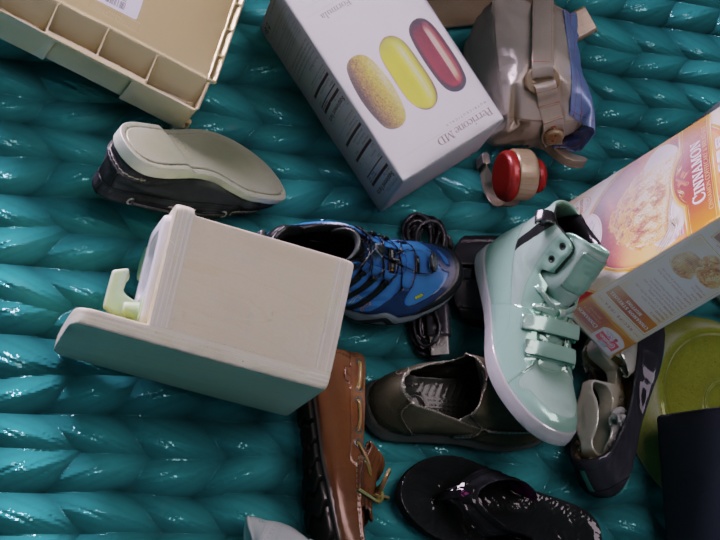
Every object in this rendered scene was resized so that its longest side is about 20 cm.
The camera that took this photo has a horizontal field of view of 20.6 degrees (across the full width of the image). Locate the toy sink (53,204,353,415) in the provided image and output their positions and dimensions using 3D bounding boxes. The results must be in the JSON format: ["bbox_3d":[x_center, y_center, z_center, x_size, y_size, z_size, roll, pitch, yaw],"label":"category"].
[{"bbox_3d":[-0.122,0.025,1.529,0.199,0.130,0.113,15,73,-11],"label":"toy sink"}]

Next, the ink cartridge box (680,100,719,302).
[{"bbox_3d":[0.366,-0.047,1.855,0.200,0.146,0.083,40,50,-8],"label":"ink cartridge box"}]

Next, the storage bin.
[{"bbox_3d":[-0.203,-0.236,1.654,0.199,0.094,0.200,26,58,-17],"label":"storage bin"}]

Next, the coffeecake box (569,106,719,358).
[{"bbox_3d":[0.273,-0.039,1.717,0.073,0.199,0.154,43,30,-25],"label":"coffeecake box"}]

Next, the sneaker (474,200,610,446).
[{"bbox_3d":[0.161,0.037,1.640,0.073,0.118,0.202,13,51,-36],"label":"sneaker"}]

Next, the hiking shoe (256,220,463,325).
[{"bbox_3d":[0.000,0.000,1.650,0.198,0.087,0.075,-1,69,-20],"label":"hiking shoe"}]

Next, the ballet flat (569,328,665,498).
[{"bbox_3d":[0.223,0.102,1.748,0.073,0.073,0.201,26,60,-16],"label":"ballet flat"}]

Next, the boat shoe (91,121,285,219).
[{"bbox_3d":[-0.142,-0.070,1.625,0.199,0.066,0.075,4,46,-57],"label":"boat shoe"}]

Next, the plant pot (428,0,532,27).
[{"bbox_3d":[0.097,-0.357,1.827,0.199,0.200,0.178,-10,64,-32],"label":"plant pot"}]

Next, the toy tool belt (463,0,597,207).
[{"bbox_3d":[0.174,-0.156,1.814,0.122,0.125,0.202,1,68,-20],"label":"toy tool belt"}]

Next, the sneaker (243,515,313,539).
[{"bbox_3d":[-0.104,0.275,1.498,0.088,0.075,0.200,29,55,6],"label":"sneaker"}]

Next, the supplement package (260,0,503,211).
[{"bbox_3d":[0.017,-0.172,1.720,0.113,0.110,0.201,-32,85,-15],"label":"supplement package"}]

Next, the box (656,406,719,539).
[{"bbox_3d":[0.377,0.219,1.730,0.197,0.123,0.202,0,82,-28],"label":"box"}]

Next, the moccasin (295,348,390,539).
[{"bbox_3d":[-0.009,0.159,1.598,0.077,0.074,0.203,2,57,-18],"label":"moccasin"}]

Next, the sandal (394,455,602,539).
[{"bbox_3d":[0.123,0.199,1.664,0.199,0.048,0.076,17,60,-23],"label":"sandal"}]

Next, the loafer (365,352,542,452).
[{"bbox_3d":[0.101,0.111,1.671,0.199,0.070,0.076,-3,69,-25],"label":"loafer"}]

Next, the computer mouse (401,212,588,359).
[{"bbox_3d":[0.135,0.018,1.752,0.199,0.053,0.140,9,63,-26],"label":"computer mouse"}]

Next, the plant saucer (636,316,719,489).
[{"bbox_3d":[0.331,0.131,1.825,0.199,0.031,0.201,12,62,-24],"label":"plant saucer"}]
